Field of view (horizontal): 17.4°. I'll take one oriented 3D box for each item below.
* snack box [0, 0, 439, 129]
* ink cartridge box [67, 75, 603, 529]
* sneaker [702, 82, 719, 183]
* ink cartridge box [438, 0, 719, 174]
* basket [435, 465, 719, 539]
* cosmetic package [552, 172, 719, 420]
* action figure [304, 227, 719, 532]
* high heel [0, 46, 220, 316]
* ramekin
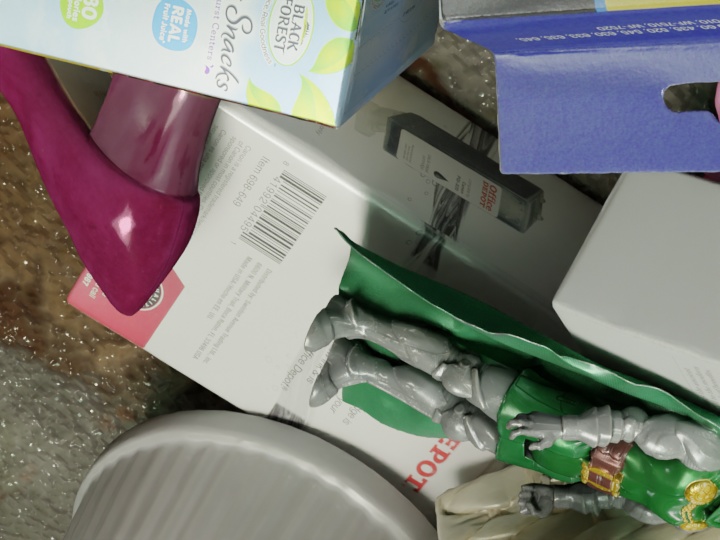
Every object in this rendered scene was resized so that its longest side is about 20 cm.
[{"bbox_3d":[-0.076,-0.120,0.868,0.199,0.169,0.068,15,108,8],"label":"snack box"},{"bbox_3d":[0.000,0.000,0.990,0.199,0.085,0.146,33,131,-5],"label":"ink cartridge box"},{"bbox_3d":[0.172,-0.080,0.851,0.095,0.079,0.201,37,150,42],"label":"sneaker"},{"bbox_3d":[0.110,-0.132,0.786,0.197,0.047,0.202,1,94,39],"label":"ink cartridge box"},{"bbox_3d":[0.140,0.138,0.962,0.199,0.136,0.123,-22,144,14],"label":"basket"},{"bbox_3d":[0.181,0.036,0.862,0.199,0.072,0.102,20,160,33],"label":"cosmetic package"},{"bbox_3d":[0.076,0.060,0.899,0.199,0.055,0.118,20,151,16],"label":"action figure"},{"bbox_3d":[-0.134,-0.063,0.942,0.200,0.067,0.097,34,109,45],"label":"high heel"},{"bbox_3d":[-0.054,0.167,1.027,0.201,0.094,0.203,15,130,19],"label":"ramekin"}]
